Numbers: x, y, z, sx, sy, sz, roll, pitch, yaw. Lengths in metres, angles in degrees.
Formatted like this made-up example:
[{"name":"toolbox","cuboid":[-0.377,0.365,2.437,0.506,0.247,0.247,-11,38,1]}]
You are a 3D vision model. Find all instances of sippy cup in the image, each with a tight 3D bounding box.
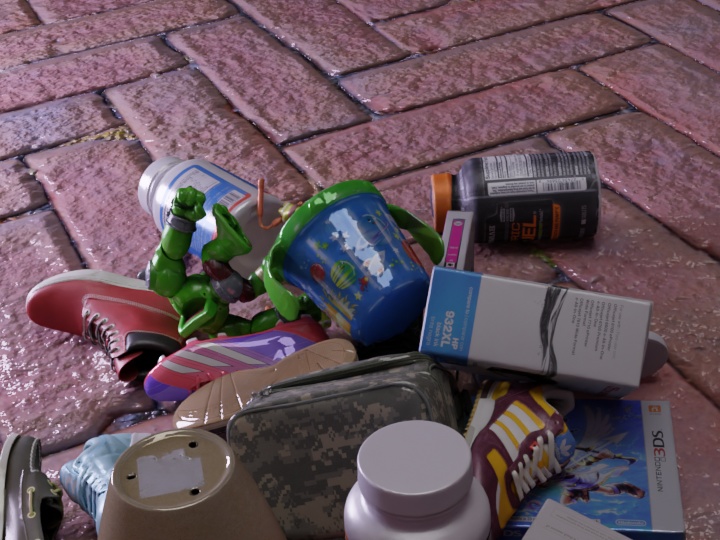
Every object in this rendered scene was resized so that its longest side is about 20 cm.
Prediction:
[{"name":"sippy cup","cuboid":[0.000,0.000,1.281,0.178,0.140,0.130,-39,62,-1]}]

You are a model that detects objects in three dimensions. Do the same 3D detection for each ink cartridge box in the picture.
[{"name":"ink cartridge box","cuboid":[0.161,0.061,1.188,0.200,0.084,0.145,9,-9,6]},{"name":"ink cartridge box","cuboid":[0.101,0.024,1.379,0.037,0.095,0.200,2,33,7]}]

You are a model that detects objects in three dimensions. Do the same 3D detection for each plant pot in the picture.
[{"name":"plant pot","cuboid":[-0.132,0.230,0.987,0.187,0.200,0.187,-3,33,2]}]

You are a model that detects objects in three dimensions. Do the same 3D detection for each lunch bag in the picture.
[{"name":"lunch bag","cuboid":[-0.007,0.153,1.131,0.200,0.140,0.168,-13,4,14]}]

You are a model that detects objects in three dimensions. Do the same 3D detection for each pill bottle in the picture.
[{"name":"pill bottle","cuboid":[-0.184,-0.071,1.549,0.112,0.112,0.200,-27,39,-31]},{"name":"pill bottle","cuboid":[0.045,0.220,0.981,0.113,0.200,0.113,-3,32,2]},{"name":"pill bottle","cuboid":[0.185,-0.088,1.536,0.200,0.106,0.106,-3,32,2]}]

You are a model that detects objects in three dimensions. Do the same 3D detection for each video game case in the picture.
[{"name":"video game case","cuboid":[0.189,0.187,1.160,0.200,0.045,0.181,1,32,8]}]

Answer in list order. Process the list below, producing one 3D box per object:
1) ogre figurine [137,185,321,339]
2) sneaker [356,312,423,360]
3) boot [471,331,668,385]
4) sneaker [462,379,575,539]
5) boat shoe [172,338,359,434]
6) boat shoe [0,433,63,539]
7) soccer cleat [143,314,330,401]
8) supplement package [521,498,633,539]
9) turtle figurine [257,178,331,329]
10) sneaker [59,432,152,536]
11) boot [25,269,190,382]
[{"name":"ogre figurine","cuboid":[-0.149,0.012,1.345,0.120,0.200,0.098,-41,40,12]},{"name":"sneaker","cuboid":[0.029,0.063,1.340,0.073,0.082,0.200,0,34,4]},{"name":"boot","cuboid":[0.212,0.068,1.315,0.200,0.074,0.096,-4,39,2]},{"name":"sneaker","cuboid":[0.139,0.160,1.097,0.090,0.075,0.200,-2,33,16]},{"name":"boat shoe","cuboid":[-0.088,0.132,1.262,0.200,0.065,0.072,-22,33,6]},{"name":"boat shoe","cuboid":[-0.297,0.225,1.137,0.060,0.072,0.202,-6,39,-5]},{"name":"soccer cleat","cuboid":[-0.124,0.105,1.315,0.200,0.067,0.077,-16,54,-12]},{"name":"supplement package","cuboid":[0.138,0.291,0.918,0.121,0.120,0.200,25,41,20]},{"name":"turtle figurine","cuboid":[-0.038,-0.024,1.439,0.161,0.064,0.200,-4,65,-27]},{"name":"sneaker","cuboid":[-0.232,0.202,1.137,0.082,0.074,0.200,-2,9,-5]},{"name":"boot","cuboid":[-0.284,0.066,1.379,0.200,0.072,0.144,4,31,6]}]
